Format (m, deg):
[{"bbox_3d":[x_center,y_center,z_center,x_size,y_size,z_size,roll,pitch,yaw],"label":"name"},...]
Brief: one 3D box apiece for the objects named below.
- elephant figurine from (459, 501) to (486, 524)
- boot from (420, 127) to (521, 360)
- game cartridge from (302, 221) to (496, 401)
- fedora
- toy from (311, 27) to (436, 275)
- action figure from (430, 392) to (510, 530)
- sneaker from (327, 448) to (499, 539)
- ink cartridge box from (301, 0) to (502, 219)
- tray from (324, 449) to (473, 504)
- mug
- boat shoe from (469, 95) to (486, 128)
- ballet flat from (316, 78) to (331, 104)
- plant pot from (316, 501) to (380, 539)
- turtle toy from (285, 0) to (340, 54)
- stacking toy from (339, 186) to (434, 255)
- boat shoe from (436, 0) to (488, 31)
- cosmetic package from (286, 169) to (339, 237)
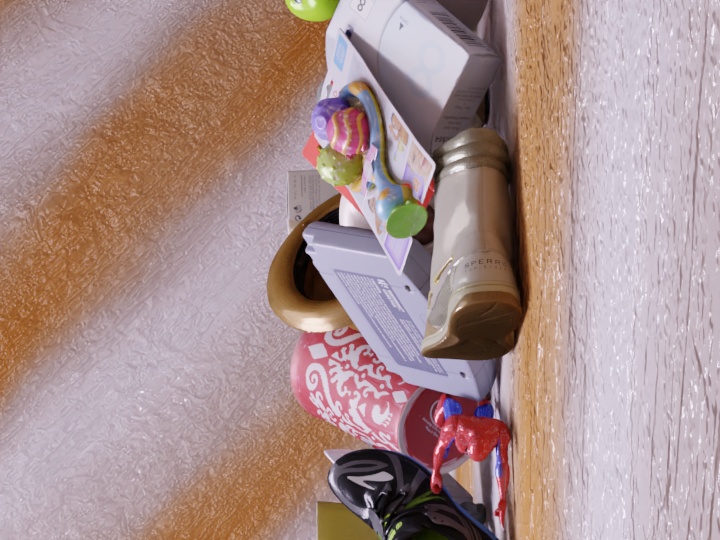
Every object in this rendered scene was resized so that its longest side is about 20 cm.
[{"bbox_3d":[0.083,0.309,1.419,0.142,0.155,0.200,46,-179,22],"label":"elephant figurine"},{"bbox_3d":[0.086,-0.015,1.200,0.200,0.072,0.155,104,164,-72],"label":"boot"},{"bbox_3d":[0.042,0.037,1.336,0.041,0.133,0.200,-51,-50,-22],"label":"game cartridge"},{"bbox_3d":[0.000,0.000,1.518,0.082,0.200,0.201,52,-157,-36],"label":"fedora"},{"bbox_3d":[-0.007,-0.100,1.242,0.200,0.047,0.115,56,143,40],"label":"toy"},{"bbox_3d":[0.095,0.165,1.309,0.200,0.065,0.099,57,-140,-89],"label":"action figure"},{"bbox_3d":[0.044,0.218,1.297,0.083,0.200,0.071,10,-69,-53],"label":"sneaker"},{"bbox_3d":[0.018,-0.142,1.283,0.160,0.047,0.200,46,121,34],"label":"ink cartridge box"},{"bbox_3d":[0.052,0.217,1.526,0.022,0.107,0.200,-55,-31,11],"label":"tray"},{"bbox_3d":[0.050,0.123,1.531,0.200,0.177,0.134,27,111,57],"label":"mug"},{"bbox_3d":[0.083,-0.155,1.446,0.200,0.065,0.072,88,180,-86],"label":"boat shoe"},{"bbox_3d":[0.042,-0.135,1.539,0.067,0.200,0.064,-59,13,-24],"label":"ballet flat"},{"bbox_3d":[0.046,0.358,1.566,0.200,0.176,0.200,86,-178,-68],"label":"plant pot"},{"bbox_3d":[0.019,-0.259,1.458,0.101,0.200,0.146,-104,32,-72],"label":"turtle toy"},{"bbox_3d":[0.076,-0.071,1.420,0.200,0.146,0.146,-46,-42,-63],"label":"stacking toy"},{"bbox_3d":[0.047,-0.218,1.362,0.200,0.075,0.093,-43,14,31],"label":"boat shoe"},{"bbox_3d":[0.020,-0.062,1.643,0.104,0.200,0.073,85,-177,-69],"label":"cosmetic package"}]
